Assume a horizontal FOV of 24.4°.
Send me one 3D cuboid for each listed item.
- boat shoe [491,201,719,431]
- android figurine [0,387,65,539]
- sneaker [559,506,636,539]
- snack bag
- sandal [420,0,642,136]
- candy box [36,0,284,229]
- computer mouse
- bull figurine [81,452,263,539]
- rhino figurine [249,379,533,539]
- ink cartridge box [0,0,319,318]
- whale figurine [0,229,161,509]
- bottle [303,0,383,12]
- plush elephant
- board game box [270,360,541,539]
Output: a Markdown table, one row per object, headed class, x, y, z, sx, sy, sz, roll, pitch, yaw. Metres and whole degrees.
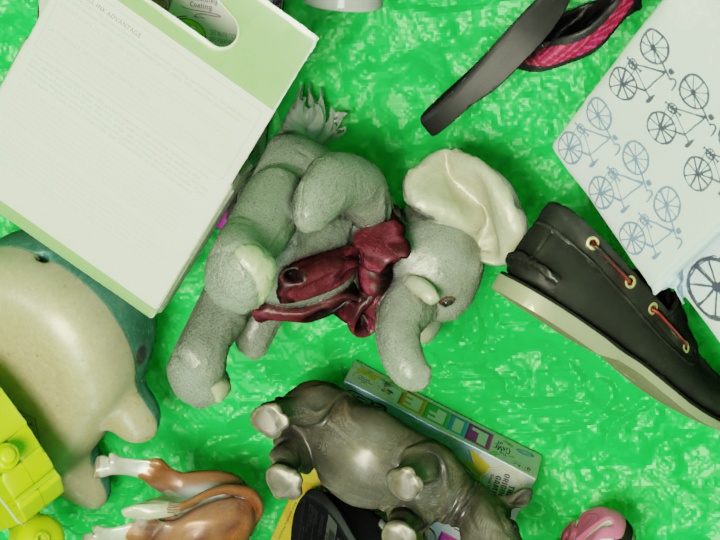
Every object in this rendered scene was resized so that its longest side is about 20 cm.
| class | x | y | z | sx | sy | sz | roll | pitch | yaw |
| --- | --- | --- | --- | --- | --- | --- | --- | --- | --- |
| boat shoe | 0.159 | 0.033 | 0.934 | 0.201 | 0.073 | 0.063 | 35 | 87 | -33 |
| android figurine | -0.241 | 0.103 | 1.025 | 0.041 | 0.200 | 0.183 | -37 | 94 | -21 |
| sneaker | 0.142 | 0.236 | 1.035 | 0.087 | 0.074 | 0.202 | 21 | 117 | 6 |
| snack bag | 0.192 | -0.037 | 0.810 | 0.201 | 0.021 | 0.189 | 56 | 145 | 13 |
| sandal | 0.113 | -0.135 | 0.917 | 0.045 | 0.075 | 0.200 | 45 | 120 | -2 |
| candy box | -0.117 | -0.139 | 0.973 | 0.135 | 0.061 | 0.202 | 13 | 112 | 9 |
| computer mouse | 0.018 | 0.223 | 0.988 | 0.046 | 0.200 | 0.142 | -5 | 111 | -29 |
| bull figurine | -0.131 | 0.199 | 1.062 | 0.120 | 0.065 | 0.202 | 13 | 122 | -17 |
| rhino figurine | 0.029 | 0.126 | 0.977 | 0.198 | 0.087 | 0.060 | 27 | 107 | 4 |
| ink cartridge box | -0.124 | -0.093 | 0.931 | 0.145 | 0.048 | 0.201 | 34 | 113 | 0 |
| whale figurine | -0.184 | 0.058 | 1.049 | 0.158 | 0.104 | 0.202 | 21 | 136 | 20 |
| bottle | -0.003 | -0.245 | 0.907 | 0.082 | 0.065 | 0.203 | 6 | 110 | 2 |
| plush elephant | 0.000 | 0.000 | 0.937 | 0.153 | 0.201 | 0.165 | 25 | 142 | -2 |
| board game box | 0.014 | 0.175 | 1.063 | 0.133 | 0.034 | 0.202 | 26 | 112 | 3 |
